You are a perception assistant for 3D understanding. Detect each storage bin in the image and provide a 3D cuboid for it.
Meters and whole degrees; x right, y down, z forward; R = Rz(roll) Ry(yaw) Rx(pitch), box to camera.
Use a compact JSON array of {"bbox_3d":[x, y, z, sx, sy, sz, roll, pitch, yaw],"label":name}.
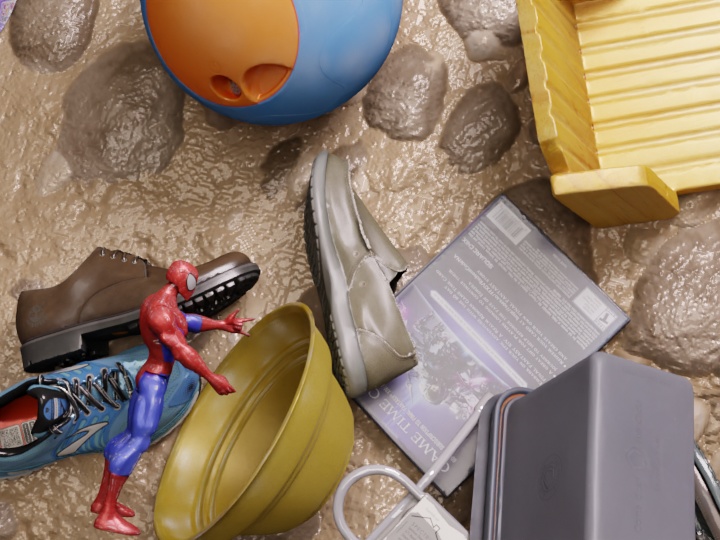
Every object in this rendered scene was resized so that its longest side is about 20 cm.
[{"bbox_3d":[0.170,0.161,0.935,0.145,0.134,0.200,18,58,-15],"label":"storage bin"}]

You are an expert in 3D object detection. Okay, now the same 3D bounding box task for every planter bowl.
[{"bbox_3d":[-0.063,0.130,0.994,0.083,0.200,0.201,34,82,-20],"label":"planter bowl"}]

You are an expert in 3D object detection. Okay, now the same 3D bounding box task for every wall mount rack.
[{"bbox_3d":[0.082,0.196,0.996,0.200,0.075,0.174,43,91,2],"label":"wall mount rack"}]

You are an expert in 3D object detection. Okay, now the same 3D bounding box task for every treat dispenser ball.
[{"bbox_3d":[-0.068,-0.211,1.031,0.200,0.201,0.201,-1,79,4],"label":"treat dispenser ball"}]

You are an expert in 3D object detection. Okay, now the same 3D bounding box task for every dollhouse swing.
[{"bbox_3d":[0.233,-0.153,1.023,0.175,0.182,0.200,-12,77,22],"label":"dollhouse swing"}]

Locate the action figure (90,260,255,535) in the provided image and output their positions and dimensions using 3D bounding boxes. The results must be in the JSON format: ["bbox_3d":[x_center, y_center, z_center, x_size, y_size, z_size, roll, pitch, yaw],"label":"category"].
[{"bbox_3d":[-0.131,0.094,1.001,0.099,0.065,0.200,11,96,-19],"label":"action figure"}]

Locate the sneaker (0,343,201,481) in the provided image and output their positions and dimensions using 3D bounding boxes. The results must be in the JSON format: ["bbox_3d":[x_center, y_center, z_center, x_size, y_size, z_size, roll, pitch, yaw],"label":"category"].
[{"bbox_3d":[-0.216,0.109,1.034,0.200,0.090,0.079,-22,78,-3],"label":"sneaker"}]

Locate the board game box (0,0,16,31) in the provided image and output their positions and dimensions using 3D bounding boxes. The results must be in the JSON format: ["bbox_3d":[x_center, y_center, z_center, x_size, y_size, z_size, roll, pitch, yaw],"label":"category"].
[{"bbox_3d":[-0.392,-0.255,1.144,0.158,0.039,0.200,-34,78,-3],"label":"board game box"}]

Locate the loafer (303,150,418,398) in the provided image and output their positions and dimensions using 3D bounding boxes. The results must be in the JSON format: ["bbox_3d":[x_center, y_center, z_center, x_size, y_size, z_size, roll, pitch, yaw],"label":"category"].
[{"bbox_3d":[0.000,0.000,1.050,0.069,0.075,0.200,-8,71,-10],"label":"loafer"}]

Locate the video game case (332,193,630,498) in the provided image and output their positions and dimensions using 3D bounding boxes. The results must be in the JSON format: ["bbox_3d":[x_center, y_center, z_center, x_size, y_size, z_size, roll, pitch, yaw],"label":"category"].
[{"bbox_3d":[0.090,0.057,1.060,0.200,0.019,0.143,-43,79,-4],"label":"video game case"}]

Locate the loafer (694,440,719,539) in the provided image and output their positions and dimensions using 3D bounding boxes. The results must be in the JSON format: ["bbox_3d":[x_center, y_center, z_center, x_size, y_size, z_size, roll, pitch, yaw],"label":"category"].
[{"bbox_3d":[0.257,0.216,0.992,0.063,0.072,0.200,-26,80,5],"label":"loafer"}]

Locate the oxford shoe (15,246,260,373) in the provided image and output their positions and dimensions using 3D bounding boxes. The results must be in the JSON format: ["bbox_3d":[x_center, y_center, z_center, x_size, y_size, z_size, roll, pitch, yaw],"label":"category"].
[{"bbox_3d":[-0.178,0.013,1.060,0.200,0.073,0.085,-16,76,1],"label":"oxford shoe"}]
